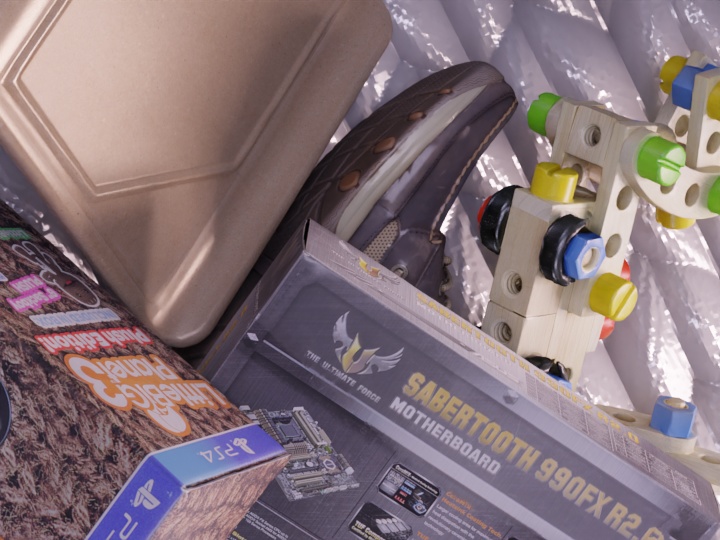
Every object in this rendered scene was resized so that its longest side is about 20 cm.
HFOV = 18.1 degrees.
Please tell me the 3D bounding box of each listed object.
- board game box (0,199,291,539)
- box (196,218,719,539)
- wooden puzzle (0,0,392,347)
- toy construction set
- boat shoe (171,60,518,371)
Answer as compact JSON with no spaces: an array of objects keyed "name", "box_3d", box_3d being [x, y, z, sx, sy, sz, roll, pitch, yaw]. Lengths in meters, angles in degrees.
[{"name":"board game box","box_3d":[-0.159,0.071,0.847,0.200,0.097,0.159,40,105,14]},{"name":"box","box_3d":[0.016,0.099,0.898,0.200,0.048,0.158,33,104,-8]},{"name":"wooden puzzle","box_3d":[-0.073,-0.094,0.879,0.185,0.037,0.200,-60,143,-21]},{"name":"toy construction set","box_3d":[0.107,0.008,0.954,0.131,0.092,0.200,-6,101,-47]},{"name":"boat shoe","box_3d":[0.000,0.000,0.950,0.073,0.074,0.200,41,92,-18]}]
